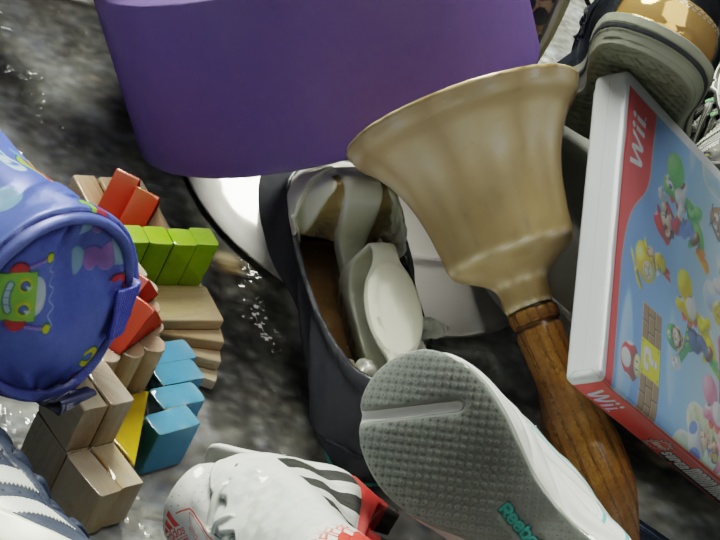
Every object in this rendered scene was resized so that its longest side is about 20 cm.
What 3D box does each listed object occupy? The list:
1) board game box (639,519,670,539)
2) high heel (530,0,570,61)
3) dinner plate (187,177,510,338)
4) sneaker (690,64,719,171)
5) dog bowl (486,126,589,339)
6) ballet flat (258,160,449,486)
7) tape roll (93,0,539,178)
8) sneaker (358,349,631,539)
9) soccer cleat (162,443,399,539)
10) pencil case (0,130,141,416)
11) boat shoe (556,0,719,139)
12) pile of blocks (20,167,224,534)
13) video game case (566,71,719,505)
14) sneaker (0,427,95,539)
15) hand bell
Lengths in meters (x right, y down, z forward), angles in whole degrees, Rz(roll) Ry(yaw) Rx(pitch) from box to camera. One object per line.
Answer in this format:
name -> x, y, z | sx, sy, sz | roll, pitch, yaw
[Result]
board game box -> 0.078, 0.160, 0.764 | 0.135, 0.035, 0.200 | 34, 33, 8
high heel -> 0.031, -0.152, 1.040 | 0.142, 0.200, 0.071 | 29, 73, -7
dinner plate -> 0.005, -0.041, 0.994 | 0.200, 0.024, 0.200 | 20, 35, -15
sneaker -> 0.186, -0.061, 1.002 | 0.085, 0.078, 0.200 | 36, 21, 8
dog bowl -> 0.133, -0.009, 0.991 | 0.200, 0.059, 0.200 | 27, 33, -19
ballet flat -> 0.000, 0.000, 0.868 | 0.073, 0.073, 0.200 | 11, 44, -26
tape roll -> -0.020, -0.121, 0.927 | 0.200, 0.085, 0.200 | -13, 21, 5
sneaker -> 0.079, 0.115, 0.731 | 0.200, 0.070, 0.080 | 57, 13, 21
soccer cleat -> -0.031, 0.102, 0.686 | 0.085, 0.069, 0.200 | 25, 7, -2
pencil case -> -0.159, -0.026, 0.756 | 0.087, 0.078, 0.200 | 10, 20, -46
boat shoe -> 0.128, -0.095, 0.894 | 0.075, 0.062, 0.200 | 28, -9, 2
pile of blocks -> -0.087, 0.020, 0.804 | 0.082, 0.062, 0.200 | 18, 35, -17
video game case -> 0.152, 0.024, 0.855 | 0.200, 0.017, 0.143 | 38, 51, -43
sneaker -> -0.131, 0.081, 0.676 | 0.200, 0.075, 0.085 | 27, 37, -2
hand bell -> 0.074, 0.027, 0.815 | 0.104, 0.104, 0.200 | -9, 76, -44
